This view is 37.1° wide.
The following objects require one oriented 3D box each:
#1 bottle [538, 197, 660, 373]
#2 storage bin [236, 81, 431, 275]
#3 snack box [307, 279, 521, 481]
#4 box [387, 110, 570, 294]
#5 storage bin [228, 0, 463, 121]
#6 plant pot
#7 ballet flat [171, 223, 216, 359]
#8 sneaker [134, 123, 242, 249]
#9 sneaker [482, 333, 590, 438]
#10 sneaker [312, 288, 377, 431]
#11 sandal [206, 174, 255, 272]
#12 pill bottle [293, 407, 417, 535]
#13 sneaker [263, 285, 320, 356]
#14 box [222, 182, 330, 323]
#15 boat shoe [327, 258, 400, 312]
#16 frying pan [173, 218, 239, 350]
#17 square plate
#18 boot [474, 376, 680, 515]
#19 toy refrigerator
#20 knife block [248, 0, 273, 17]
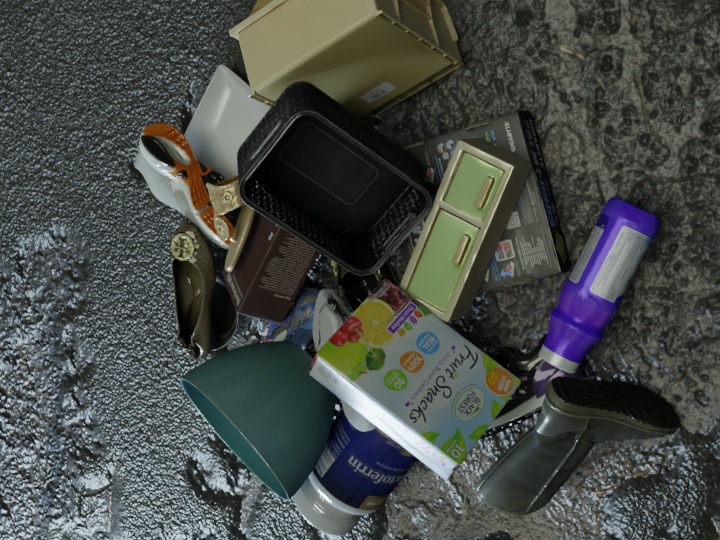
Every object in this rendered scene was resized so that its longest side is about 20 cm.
[{"bbox_3d":[0.265,0.018,1.207,0.065,0.084,0.200,27,98,8],"label":"bottle"},{"bbox_3d":[-0.032,-0.105,1.246,0.200,0.094,0.135,33,111,-24],"label":"storage bin"},{"bbox_3d":[0.062,0.121,1.222,0.200,0.142,0.053,37,146,9],"label":"snack box"},{"bbox_3d":[0.134,-0.071,1.303,0.198,0.050,0.201,-16,89,30],"label":"box"},{"bbox_3d":[-0.010,-0.263,1.277,0.200,0.198,0.094,-27,66,28],"label":"storage bin"},{"bbox_3d":[-0.108,0.167,1.338,0.135,0.200,0.200,-41,72,-17],"label":"plant pot"},{"bbox_3d":[-0.233,0.033,1.466,0.067,0.046,0.201,18,120,31],"label":"ballet flat"},{"bbox_3d":[-0.232,-0.105,1.466,0.200,0.076,0.092,51,146,3],"label":"sneaker"},{"bbox_3d":[0.178,0.142,1.303,0.200,0.076,0.088,-29,74,21],"label":"sneaker"},{"bbox_3d":[0.017,0.103,1.311,0.200,0.115,0.075,65,148,36],"label":"sneaker"},{"bbox_3d":[-0.163,-0.109,1.387,0.069,0.078,0.212,21,90,-17],"label":"sandal"},{"bbox_3d":[0.002,0.239,1.378,0.116,0.116,0.200,42,115,17],"label":"pill bottle"},{"bbox_3d":[-0.100,0.099,1.450,0.200,0.075,0.079,-46,64,19],"label":"sneaker"},{"bbox_3d":[-0.102,-0.043,1.388,0.200,0.075,0.100,-63,31,23],"label":"box"},{"bbox_3d":[0.000,0.000,1.378,0.072,0.061,0.201,-37,79,27],"label":"boat shoe"},{"bbox_3d":[-0.231,0.021,1.523,0.115,0.031,0.190,-27,83,31],"label":"frying pan"},{"bbox_3d":[-0.160,-0.146,1.467,0.200,0.028,0.198,39,114,19],"label":"square plate"},{"bbox_3d":[0.251,0.216,1.255,0.181,0.073,0.200,14,123,-11],"label":"boot"},{"bbox_3d":[0.119,-0.047,1.249,0.076,0.070,0.200,30,110,22],"label":"toy refrigerator"},{"bbox_3d":[-0.033,-0.334,1.351,0.175,0.064,0.200,40,113,19],"label":"knife block"}]
